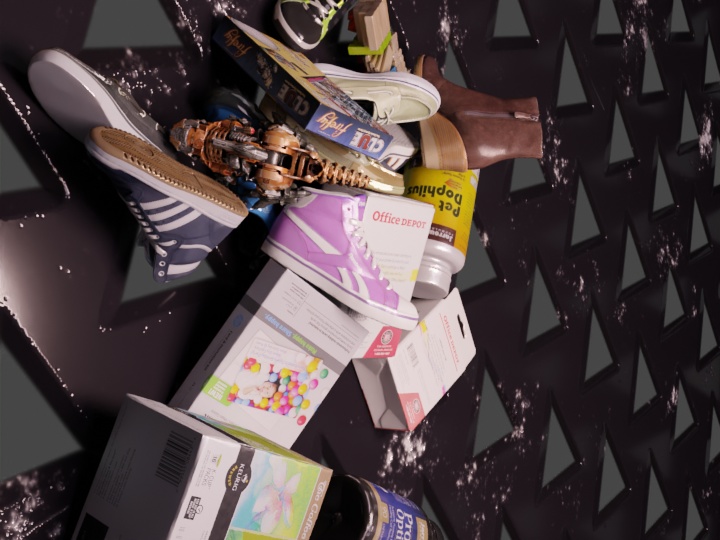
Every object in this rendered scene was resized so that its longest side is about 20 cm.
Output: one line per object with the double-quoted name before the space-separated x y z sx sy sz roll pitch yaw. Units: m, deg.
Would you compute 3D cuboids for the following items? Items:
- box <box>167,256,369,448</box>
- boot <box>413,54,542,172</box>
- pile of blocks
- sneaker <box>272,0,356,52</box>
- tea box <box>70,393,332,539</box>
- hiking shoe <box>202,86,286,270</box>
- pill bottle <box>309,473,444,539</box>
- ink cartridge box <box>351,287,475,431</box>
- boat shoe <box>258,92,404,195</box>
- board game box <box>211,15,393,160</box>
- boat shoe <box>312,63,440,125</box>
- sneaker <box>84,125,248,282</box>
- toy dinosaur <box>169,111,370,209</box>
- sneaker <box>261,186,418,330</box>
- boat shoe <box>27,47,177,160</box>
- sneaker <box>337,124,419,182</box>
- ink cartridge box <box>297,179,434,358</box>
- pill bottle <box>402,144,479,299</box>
"box" -0.100 0.109 1.156 0.201 0.041 0.156 -54 131 -3
"boot" 0.157 -0.221 1.425 0.073 0.163 0.203 80 4 -58
"pile of blocks" 0.017 -0.276 1.380 0.201 0.061 0.083 60 39 -56
"sneaker" -0.040 -0.348 1.292 0.072 0.082 0.201 44 46 -13
"tea box" -0.161 0.254 1.028 0.196 0.132 0.203 26 82 -49
"hiking shoe" -0.129 -0.107 1.174 0.087 0.073 0.202 -53 128 -44
"pill bottle" 0.023 0.336 1.326 0.199 0.110 0.114 34 61 -47
"ink cartridge box" 0.079 0.118 1.452 0.200 0.067 0.118 -40 119 -45
"boat shoe" -0.031 -0.150 1.235 0.064 0.198 0.073 -64 -177 5
"board game box" -0.066 -0.207 1.182 0.135 0.200 0.035 15 115 -51
"boat shoe" 0.013 -0.211 1.323 0.197 0.072 0.063 3 53 -23
"sneaker" -0.211 -0.059 1.030 0.109 0.070 0.199 -47 139 14
"toy dinosaur" -0.095 -0.110 1.079 0.103 0.199 0.136 -55 177 2
"sneaker" -0.001 -0.020 1.172 0.199 0.073 0.115 32 92 -10
"boat shoe" -0.250 -0.155 1.029 0.200 0.068 0.057 50 42 -47
"sneaker" 0.012 -0.151 1.374 0.080 0.078 0.200 -56 167 22
"ink cartridge box" 0.000 0.000 1.290 0.144 0.083 0.203 6 103 -52
"pill bottle" 0.101 -0.068 1.456 0.109 0.108 0.203 32 63 -48
